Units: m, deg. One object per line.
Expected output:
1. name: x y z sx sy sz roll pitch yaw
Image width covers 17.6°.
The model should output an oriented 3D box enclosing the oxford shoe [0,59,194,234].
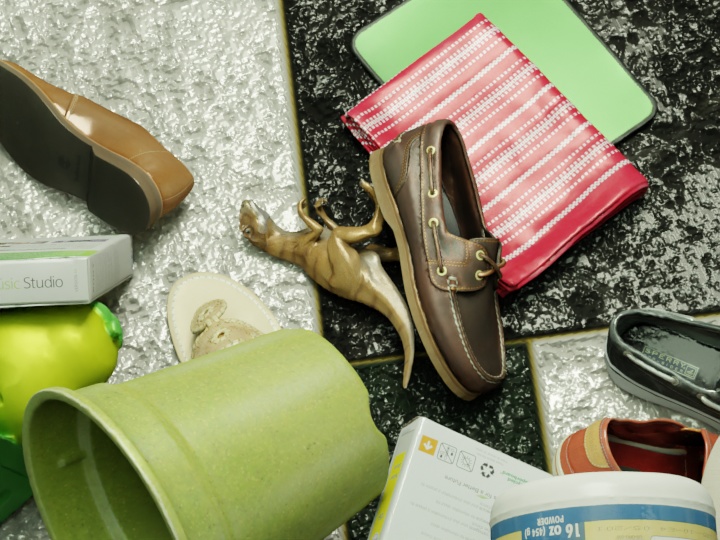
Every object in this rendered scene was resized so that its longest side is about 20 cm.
1. oxford shoe: -0.209 -0.100 1.750 0.200 0.071 0.071 37 43 20

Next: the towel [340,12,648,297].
1. towel: 0.100 -0.088 1.730 0.145 0.022 0.200 -37 68 -13

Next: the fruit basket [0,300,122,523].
1. fruit basket: -0.265 0.082 1.580 0.155 0.216 0.216 32 71 18

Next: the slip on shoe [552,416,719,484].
1. slip on shoe: 0.230 0.138 1.571 0.200 0.061 0.074 12 56 -20

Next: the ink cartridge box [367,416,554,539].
1. ink cartridge box: 0.092 0.225 1.538 0.198 0.047 0.200 25 67 -13

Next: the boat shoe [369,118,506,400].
1. boat shoe: 0.066 -0.011 1.653 0.070 0.070 0.200 -25 76 26

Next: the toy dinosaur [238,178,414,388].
1. toy dinosaur: 0.000 0.000 1.690 0.200 0.060 0.106 35 84 29

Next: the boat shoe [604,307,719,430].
1. boat shoe: 0.267 0.073 1.622 0.199 0.068 0.074 24 69 14

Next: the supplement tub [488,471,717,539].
1. supplement tub: 0.156 0.236 1.456 0.145 0.145 0.200 -3 73 3

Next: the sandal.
1. sandal: -0.081 0.075 1.644 0.078 0.070 0.212 -22 65 -7

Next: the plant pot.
1. plant pot: -0.090 0.131 1.518 0.184 0.200 0.200 -28 65 -30

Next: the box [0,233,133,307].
1. box: -0.243 0.000 1.627 0.144 0.200 0.036 -2 94 3

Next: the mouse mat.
1. mouse mat: 0.108 -0.149 1.772 0.161 0.008 0.200 -33 68 -11

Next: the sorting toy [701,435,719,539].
1. sorting toy: 0.293 0.194 1.516 0.200 0.107 0.180 0 86 4
